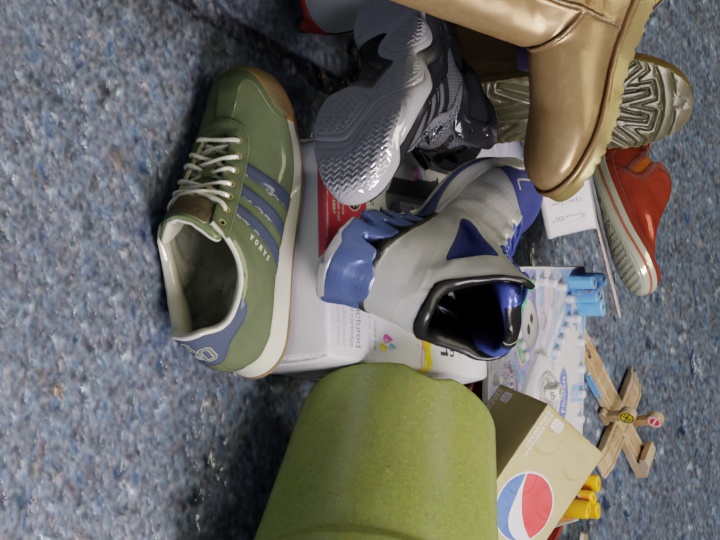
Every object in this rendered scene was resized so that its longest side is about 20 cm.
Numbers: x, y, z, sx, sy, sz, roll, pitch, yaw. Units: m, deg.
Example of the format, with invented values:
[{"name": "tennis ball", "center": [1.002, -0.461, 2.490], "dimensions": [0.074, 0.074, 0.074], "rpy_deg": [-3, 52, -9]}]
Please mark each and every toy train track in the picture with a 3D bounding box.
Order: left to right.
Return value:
[{"name": "toy train track", "center": [0.215, 0.096, 1.875], "dimensions": [0.201, 0.032, 0.115], "rpy_deg": [60, 39, -31]}]

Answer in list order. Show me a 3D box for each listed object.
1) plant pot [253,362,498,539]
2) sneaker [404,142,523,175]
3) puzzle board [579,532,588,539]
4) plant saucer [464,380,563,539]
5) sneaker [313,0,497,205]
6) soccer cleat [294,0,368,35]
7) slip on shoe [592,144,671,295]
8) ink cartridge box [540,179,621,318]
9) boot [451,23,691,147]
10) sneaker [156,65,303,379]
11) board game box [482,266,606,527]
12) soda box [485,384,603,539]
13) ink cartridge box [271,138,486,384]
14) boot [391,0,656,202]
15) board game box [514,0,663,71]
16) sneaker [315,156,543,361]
[{"name": "plant pot", "center": [0.013, 0.169, 1.411], "dimensions": [0.201, 0.199, 0.185], "rpy_deg": [52, 36, -39]}, {"name": "sneaker", "center": [0.082, -0.040, 1.649], "dimensions": [0.115, 0.075, 0.202], "rpy_deg": [-11, 90, -55]}, {"name": "puzzle board", "center": [0.166, 0.304, 1.705], "dimensions": [0.200, 0.017, 0.152], "rpy_deg": [77, 17, -65]}, {"name": "plant saucer", "center": [0.100, 0.150, 1.663], "dimensions": [0.200, 0.036, 0.201], "rpy_deg": [-57, 138, -45]}, {"name": "sneaker", "center": [0.037, -0.094, 1.442], "dimensions": [0.114, 0.075, 0.201], "rpy_deg": [53, 36, -33]}, {"name": "soccer cleat", "center": [0.028, -0.203, 1.585], "dimensions": [0.200, 0.085, 0.069], "rpy_deg": [-18, 99, -57]}, {"name": "slip on shoe", "center": [0.215, -0.061, 1.738], "dimensions": [0.201, 0.061, 0.074], "rpy_deg": [-93, 170, -49]}, {"name": "ink cartridge box", "center": [0.156, -0.083, 1.731], "dimensions": [0.200, 0.044, 0.177], "rpy_deg": [-93, 169, -58]}, {"name": "boot", "center": [0.148, -0.164, 1.620], "dimensions": [0.200, 0.174, 0.067], "rpy_deg": [-83, 174, -60]}, {"name": "sneaker", "center": [-0.086, -0.036, 1.390], "dimensions": [0.090, 0.067, 0.202], "rpy_deg": [14, 73, -58]}, {"name": "board game box", "center": [0.140, 0.098, 1.664], "dimensions": [0.200, 0.026, 0.202], "rpy_deg": [-1, 92, -65]}, {"name": "soda box", "center": [0.077, 0.183, 1.525], "dimensions": [0.068, 0.064, 0.201], "rpy_deg": [41, 78, -31]}, {"name": "ink cartridge box", "center": [0.000, 0.000, 1.505], "dimensions": [0.199, 0.085, 0.149], "rpy_deg": [10, 75, -54]}, {"name": "boot", "center": [0.075, -0.156, 1.390], "dimensions": [0.199, 0.066, 0.176], "rpy_deg": [19, 88, -25]}, {"name": "board game box", "center": [0.169, -0.251, 1.510], "dimensions": [0.200, 0.056, 0.166], "rpy_deg": [-44, 138, -37]}, {"name": "sneaker", "center": [0.071, 0.003, 1.415], "dimensions": [0.199, 0.115, 0.081], "rpy_deg": [-26, 143, -49]}]
